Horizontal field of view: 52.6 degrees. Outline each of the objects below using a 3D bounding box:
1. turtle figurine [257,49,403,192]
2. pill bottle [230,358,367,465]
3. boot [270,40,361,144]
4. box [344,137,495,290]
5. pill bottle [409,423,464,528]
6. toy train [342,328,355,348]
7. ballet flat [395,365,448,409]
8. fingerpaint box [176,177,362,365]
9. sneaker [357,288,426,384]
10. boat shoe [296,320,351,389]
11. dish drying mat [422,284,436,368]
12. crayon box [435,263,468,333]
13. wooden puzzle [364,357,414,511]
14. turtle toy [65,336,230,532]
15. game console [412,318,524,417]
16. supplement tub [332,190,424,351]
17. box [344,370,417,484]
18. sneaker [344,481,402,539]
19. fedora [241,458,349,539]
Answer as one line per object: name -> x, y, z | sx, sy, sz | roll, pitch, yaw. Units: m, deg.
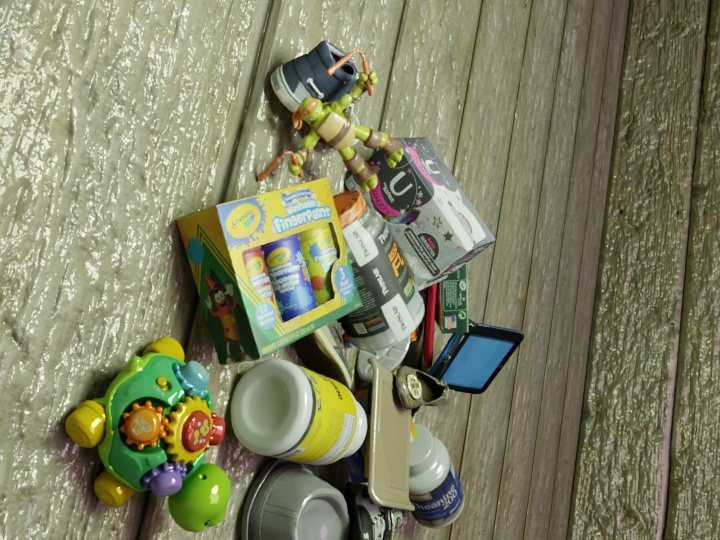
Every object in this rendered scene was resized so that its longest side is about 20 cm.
turtle figurine -> -0.031, -0.168, 0.932 | 0.160, 0.065, 0.201 | 33, 101, -36
pill bottle -> -0.070, 0.189, 0.941 | 0.200, 0.110, 0.115 | 36, 62, -58
boot -> -0.028, -0.229, 0.972 | 0.199, 0.089, 0.074 | 18, 51, -61
box -> 0.092, -0.091, 1.111 | 0.202, 0.114, 0.132 | 57, 29, 9
pill bottle -> 0.115, 0.367, 1.309 | 0.112, 0.109, 0.202 | -63, 144, -36
toy train -> 0.012, 0.011, 1.131 | 0.150, 0.055, 0.204 | -28, 118, -58
ballet flat -> 0.101, 0.189, 1.162 | 0.200, 0.045, 0.069 | 33, 48, -65
fingerpaint box -> -0.097, -0.006, 0.851 | 0.199, 0.072, 0.170 | -22, 99, -53
sneaker -> 0.064, 0.114, 1.221 | 0.202, 0.076, 0.113 | -59, 157, -20
boat shoe -> -0.052, 0.089, 1.003 | 0.065, 0.072, 0.202 | -59, 142, -32
dish drying mat -> 0.120, 0.071, 1.247 | 0.078, 0.018, 0.203 | -84, 175, -50
crayon box -> 0.151, 0.021, 1.301 | 0.200, 0.050, 0.130 | -105, -168, -76
wooden puzzle -> 0.040, 0.248, 1.083 | 0.185, 0.036, 0.204 | 46, 39, -63
turtle toy -> -0.189, 0.171, 0.726 | 0.146, 0.099, 0.203 | -48, 133, -49
game console -> 0.188, 0.194, 1.331 | 0.171, 0.117, 0.202 | -50, 168, -46
supplement tub -> 0.000, 0.000, 1.015 | 0.123, 0.121, 0.202 | -53, 124, -45
box -> 0.020, 0.249, 1.161 | 0.199, 0.041, 0.121 | -21, 95, -57
sneaker -> 0.022, 0.360, 1.065 | 0.200, 0.087, 0.076 | -108, -153, -85
fedora -> -0.073, 0.337, 0.975 | 0.201, 0.089, 0.179 | 57, 45, -48
